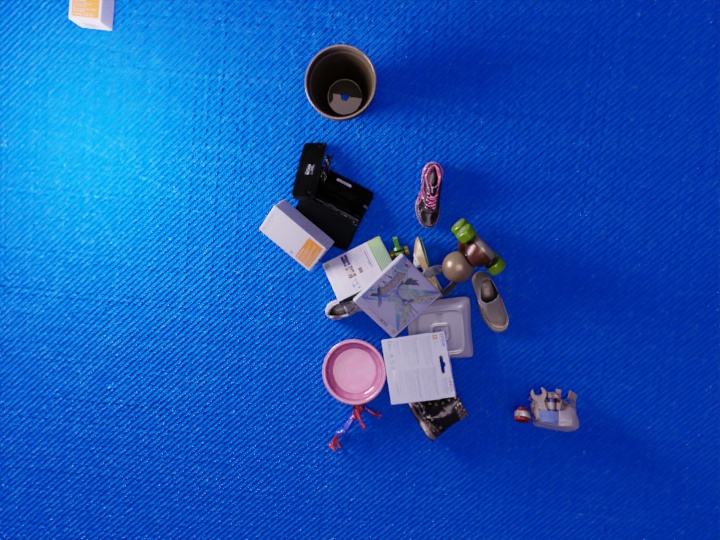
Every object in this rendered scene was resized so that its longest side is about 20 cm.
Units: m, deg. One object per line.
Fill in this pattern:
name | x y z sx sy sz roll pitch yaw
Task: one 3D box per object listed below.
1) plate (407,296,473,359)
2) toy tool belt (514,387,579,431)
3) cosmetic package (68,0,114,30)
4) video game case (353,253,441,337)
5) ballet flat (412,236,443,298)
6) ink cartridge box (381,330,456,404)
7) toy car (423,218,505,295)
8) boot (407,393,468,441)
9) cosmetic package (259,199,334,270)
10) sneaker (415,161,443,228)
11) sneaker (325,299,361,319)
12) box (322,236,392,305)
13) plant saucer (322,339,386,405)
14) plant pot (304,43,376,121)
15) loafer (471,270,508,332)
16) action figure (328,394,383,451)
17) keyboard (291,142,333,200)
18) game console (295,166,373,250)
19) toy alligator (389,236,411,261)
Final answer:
plate | 0.246 0.187 1.584 0.198 0.032 0.201 -5 103 4
toy tool belt | 0.570 0.416 1.575 0.199 0.125 0.123 11 64 -2
cosmetic package | -0.799 -0.837 1.533 0.101 0.071 0.201 7 95 2
video game case | 0.110 0.078 1.518 0.200 0.022 0.182 -44 112 7
ballet flat | 0.193 -0.002 1.567 0.063 0.069 0.201 -22 93 11
ink cartridge box | 0.176 0.293 1.545 0.199 0.043 0.197 -10 82 13
toy car | 0.294 -0.022 1.523 0.200 0.158 0.164 -43 102 12
boot | 0.231 0.413 1.597 0.150 0.073 0.201 -30 89 2
cosmetic package | -0.192 -0.106 1.547 0.200 0.071 0.102 40 119 -1
sneaker | 0.209 -0.227 1.533 0.079 0.095 0.201 3 96 0
sneaker | -0.016 0.103 1.570 0.199 0.092 0.076 -27 93 4
box | 0.000 0.000 1.550 0.199 0.036 0.145 -26 62 1
plant saucer | -0.017 0.314 1.599 0.199 0.051 0.202 0 88 7
plant pot | -0.051 -0.521 1.478 0.199 0.174 0.201 0 96 3
loafer | 0.396 0.100 1.565 0.075 0.068 0.201 -25 93 4
action figure | -0.008 0.489 1.613 0.099 0.065 0.201 30 96 17
keyboard | -0.138 -0.293 1.541 0.104 0.040 0.201 5 68 15
game console | -0.087 -0.193 1.586 0.199 0.116 0.176 27 65 -1
toy alligator | 0.131 -0.007 1.574 0.059 0.054 0.201 -14 94 4
